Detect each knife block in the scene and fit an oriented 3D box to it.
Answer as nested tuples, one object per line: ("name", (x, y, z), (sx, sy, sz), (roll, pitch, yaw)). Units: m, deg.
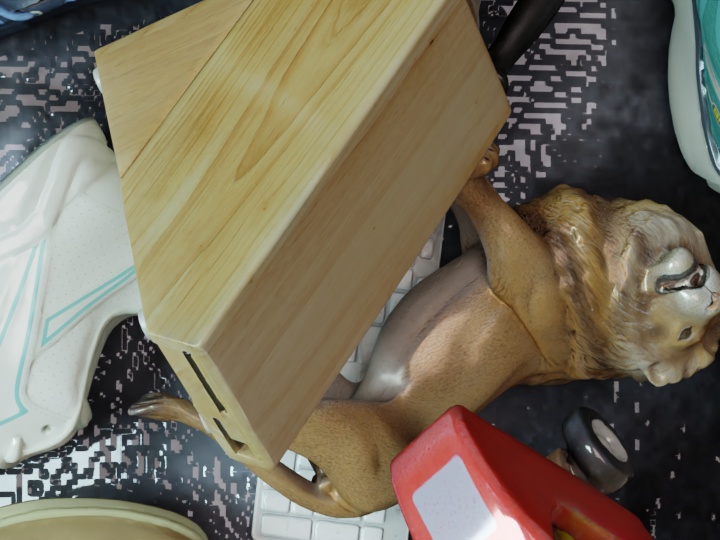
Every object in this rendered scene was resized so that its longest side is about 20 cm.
("knife block", (0.009, -0.054, 0.706), (0.175, 0.201, 0.064), (-23, 134, 7))

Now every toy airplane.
("toy airplane", (0.100, 0.151, 0.704), (0.198, 0.141, 0.201), (6, 104, 11))

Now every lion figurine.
("lion figurine", (0.029, 0.029, 0.761), (0.199, 0.072, 0.123), (-35, 115, -5))

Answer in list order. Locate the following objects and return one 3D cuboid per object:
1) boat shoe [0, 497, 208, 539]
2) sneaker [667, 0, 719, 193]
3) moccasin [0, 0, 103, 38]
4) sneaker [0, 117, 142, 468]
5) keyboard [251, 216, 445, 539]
("boat shoe", (-0.135, 0.126, 0.713), (0.199, 0.066, 0.074), (-9, 122, -23))
("sneaker", (0.145, -0.123, 0.784), (0.077, 0.080, 0.201), (-11, 89, -10))
("moccasin", (-0.121, -0.121, 0.744), (0.199, 0.068, 0.081), (-23, 92, -10))
("sneaker", (-0.137, 0.042, 0.737), (0.200, 0.070, 0.080), (-45, 98, -9))
("keyboard", (0.000, 0.000, 0.790), (0.056, 0.011, 0.202), (7, 87, -9))
